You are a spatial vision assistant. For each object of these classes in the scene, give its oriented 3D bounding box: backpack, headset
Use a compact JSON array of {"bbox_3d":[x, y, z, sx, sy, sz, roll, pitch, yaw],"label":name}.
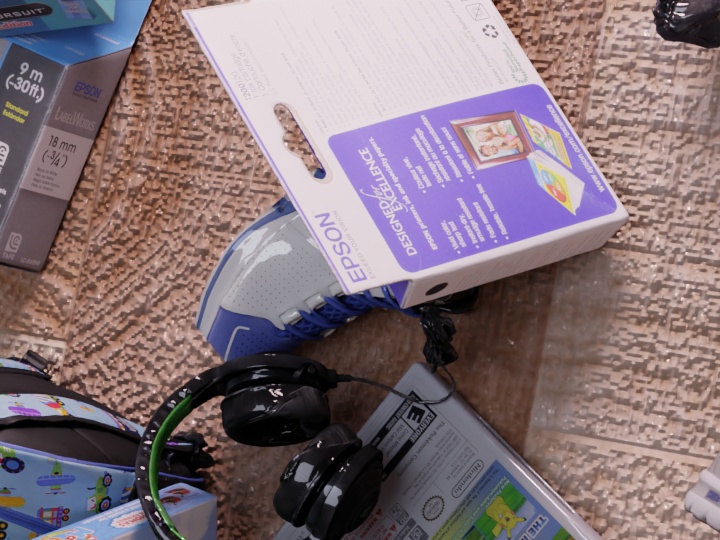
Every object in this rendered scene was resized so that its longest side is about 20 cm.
[{"bbox_3d":[-0.214,0.126,1.454,0.182,0.200,0.135,24,94,29],"label":"backpack"},{"bbox_3d":[-0.032,0.090,1.375,0.199,0.094,0.124,-30,69,-11],"label":"headset"}]

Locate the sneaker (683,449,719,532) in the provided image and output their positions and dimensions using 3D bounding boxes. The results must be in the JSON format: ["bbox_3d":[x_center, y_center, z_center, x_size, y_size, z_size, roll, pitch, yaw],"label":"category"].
[{"bbox_3d":[0.264,0.129,1.256,0.199,0.075,0.082,25,90,28],"label":"sneaker"}]

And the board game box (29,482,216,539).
[{"bbox_3d":[-0.160,0.219,1.383,0.036,0.200,0.152,14,111,37],"label":"board game box"}]

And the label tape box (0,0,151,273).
[{"bbox_3d":[-0.237,-0.119,1.586,0.144,0.063,0.201,25,95,30],"label":"label tape box"}]

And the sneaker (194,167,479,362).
[{"bbox_3d":[0.001,-0.001,1.423,0.200,0.080,0.115,-49,60,12],"label":"sneaker"}]

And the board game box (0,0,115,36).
[{"bbox_3d":[-0.225,-0.247,1.570,0.150,0.047,0.201,-6,64,19],"label":"board game box"}]

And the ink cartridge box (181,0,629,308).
[{"bbox_3d":[0.020,-0.077,1.365,0.199,0.199,0.043,60,144,22],"label":"ink cartridge box"}]

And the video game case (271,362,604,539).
[{"bbox_3d":[0.033,0.186,1.408,0.182,0.022,0.200,45,103,28],"label":"video game case"}]

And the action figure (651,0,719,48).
[{"bbox_3d":[0.251,-0.161,1.298,0.199,0.102,0.119,3,72,31],"label":"action figure"}]
